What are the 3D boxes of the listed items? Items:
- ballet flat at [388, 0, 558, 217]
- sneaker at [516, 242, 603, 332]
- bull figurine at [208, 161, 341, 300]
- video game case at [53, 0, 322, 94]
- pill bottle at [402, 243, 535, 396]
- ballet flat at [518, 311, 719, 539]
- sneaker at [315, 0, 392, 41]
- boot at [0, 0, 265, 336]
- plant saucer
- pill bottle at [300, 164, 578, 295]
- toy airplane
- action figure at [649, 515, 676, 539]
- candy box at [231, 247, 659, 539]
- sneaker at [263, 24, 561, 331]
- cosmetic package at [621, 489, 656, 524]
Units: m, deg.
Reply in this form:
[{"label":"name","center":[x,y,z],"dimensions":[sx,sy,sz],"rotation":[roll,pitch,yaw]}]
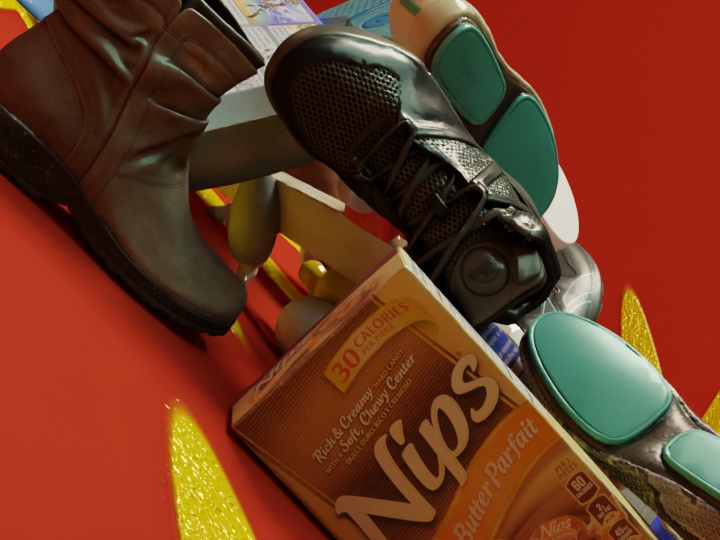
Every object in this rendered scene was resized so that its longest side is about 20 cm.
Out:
[{"label":"ballet flat","center":[0.066,-0.101,0.970],"dimensions":[0.070,0.069,0.200],"rotation":[52,-3,38]},{"label":"sneaker","center":[0.138,0.041,1.234],"dimensions":[0.079,0.075,0.202],"rotation":[27,42,-25]},{"label":"bull figurine","center":[-0.033,-0.046,1.192],"dimensions":[0.200,0.121,0.065],"rotation":[51,6,25]},{"label":"video game case","center":[-0.109,-0.150,1.151],"dimensions":[0.200,0.179,0.046],"rotation":[-125,-145,-50]},{"label":"pill bottle","center":[0.054,0.095,0.908],"dimensions":[0.200,0.120,0.120],"rotation":[49,5,2]},{"label":"ballet flat","center":[0.152,0.099,0.840],"dimensions":[0.200,0.072,0.072],"rotation":[39,-1,38]},{"label":"sneaker","center":[0.034,-0.130,1.175],"dimensions":[0.200,0.079,0.132],"rotation":[-143,-147,-70]},{"label":"boot","center":[-0.092,-0.065,0.806],"dimensions":[0.200,0.130,0.068],"rotation":[45,6,-32]},{"label":"plant saucer","center":[-0.068,-0.078,0.939],"dimensions":[0.201,0.198,0.039],"rotation":[-105,-179,-78]},{"label":"pill bottle","center":[0.061,-0.023,1.242],"dimensions":[0.112,0.198,0.113],"rotation":[42,35,-39]},{"label":"toy airplane","center":[0.000,0.000,1.026],"dimensions":[0.200,0.141,0.199],"rotation":[52,-24,-16]},{"label":"action figure","center":[0.178,0.171,0.898],"dimensions":[0.065,0.200,0.099],"rotation":[51,-9,-23]},{"label":"candy box","center":[0.044,0.103,0.796],"dimensions":[0.200,0.115,0.055],"rotation":[47,4,-11]},{"label":"sneaker","center":[0.036,-0.043,0.830],"dimensions":[0.199,0.076,0.114],"rotation":[44,10,-29]},{"label":"cosmetic package","center":[0.158,0.184,1.151],"dimensions":[0.200,0.091,0.106],"rotation":[47,-18,-32]}]
